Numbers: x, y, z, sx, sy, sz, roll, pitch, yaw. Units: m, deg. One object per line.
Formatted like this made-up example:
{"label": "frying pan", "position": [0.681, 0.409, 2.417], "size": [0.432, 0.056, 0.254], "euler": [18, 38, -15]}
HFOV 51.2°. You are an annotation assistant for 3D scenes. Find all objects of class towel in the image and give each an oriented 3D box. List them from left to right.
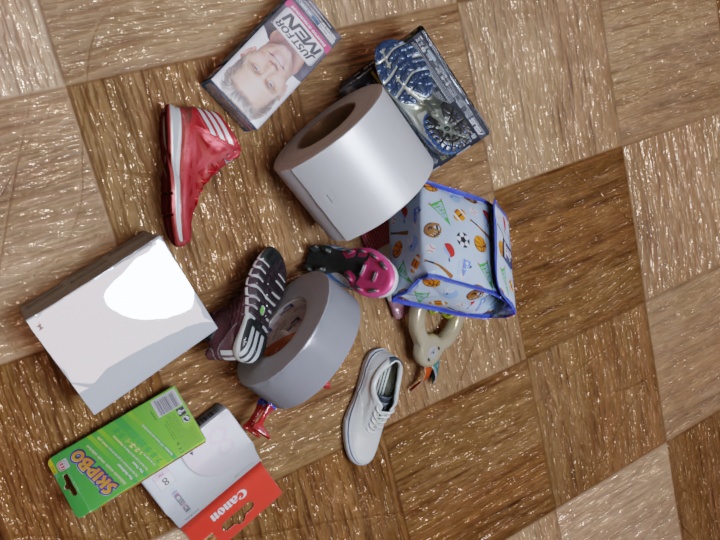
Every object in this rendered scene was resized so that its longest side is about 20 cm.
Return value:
{"label": "towel", "position": [0.080, -0.036, 1.288], "size": [0.144, 0.023, 0.201], "euler": [-30, 108, -22]}

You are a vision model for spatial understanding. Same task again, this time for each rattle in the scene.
{"label": "rattle", "position": [0.155, 0.122, 1.269], "size": [0.130, 0.142, 0.201], "euler": [10, 91, -58]}

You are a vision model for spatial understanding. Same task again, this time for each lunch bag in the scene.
{"label": "lunch bag", "position": [0.153, -0.026, 1.140], "size": [0.199, 0.124, 0.171], "euler": [16, 61, -28]}

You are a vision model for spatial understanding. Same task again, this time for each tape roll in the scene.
{"label": "tape roll", "position": [-0.093, 0.100, 1.110], "size": [0.066, 0.200, 0.201], "euler": [41, 77, -25]}
{"label": "tape roll", "position": [-0.011, -0.162, 1.123], "size": [0.203, 0.202, 0.139], "euler": [-45, 114, -16]}

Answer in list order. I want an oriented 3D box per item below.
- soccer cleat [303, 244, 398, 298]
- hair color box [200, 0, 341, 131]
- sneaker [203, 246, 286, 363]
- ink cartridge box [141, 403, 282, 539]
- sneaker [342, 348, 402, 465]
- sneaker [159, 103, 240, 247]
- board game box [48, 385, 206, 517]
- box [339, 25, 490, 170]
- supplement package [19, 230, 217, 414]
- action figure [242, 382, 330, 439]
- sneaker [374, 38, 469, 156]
{"label": "soccer cleat", "position": [0.000, 0.000, 1.153], "size": [0.086, 0.199, 0.070], "euler": [21, 88, -44]}
{"label": "hair color box", "position": [-0.131, -0.313, 1.120], "size": [0.100, 0.060, 0.200], "euler": [45, 76, -24]}
{"label": "sneaker", "position": [-0.188, 0.050, 1.130], "size": [0.076, 0.115, 0.201], "euler": [56, 35, -40]}
{"label": "ink cartridge box", "position": [-0.223, 0.330, 1.156], "size": [0.162, 0.057, 0.201], "euler": [-38, 107, -19]}
{"label": "sneaker", "position": [0.021, 0.232, 1.260], "size": [0.073, 0.071, 0.201], "euler": [9, 91, -28]}
{"label": "sneaker", "position": [-0.225, -0.136, 1.083], "size": [0.115, 0.078, 0.201], "euler": [-3, 99, -26]}
{"label": "board game box", "position": [-0.332, 0.258, 1.075], "size": [0.199, 0.030, 0.096], "euler": [-29, 78, -22]}
{"label": "box", "position": [0.088, -0.259, 1.202], "size": [0.161, 0.049, 0.200], "euler": [-33, 112, 16]}
{"label": "supplement package", "position": [-0.329, 0.066, 1.031], "size": [0.200, 0.111, 0.156], "euler": [-35, 111, -19]}
{"label": "action figure", "position": [-0.091, 0.183, 1.186], "size": [0.099, 0.065, 0.201], "euler": [39, 66, -22]}
{"label": "sneaker", "position": [0.079, -0.252, 1.136], "size": [0.077, 0.085, 0.201], "euler": [-33, 89, -13]}
